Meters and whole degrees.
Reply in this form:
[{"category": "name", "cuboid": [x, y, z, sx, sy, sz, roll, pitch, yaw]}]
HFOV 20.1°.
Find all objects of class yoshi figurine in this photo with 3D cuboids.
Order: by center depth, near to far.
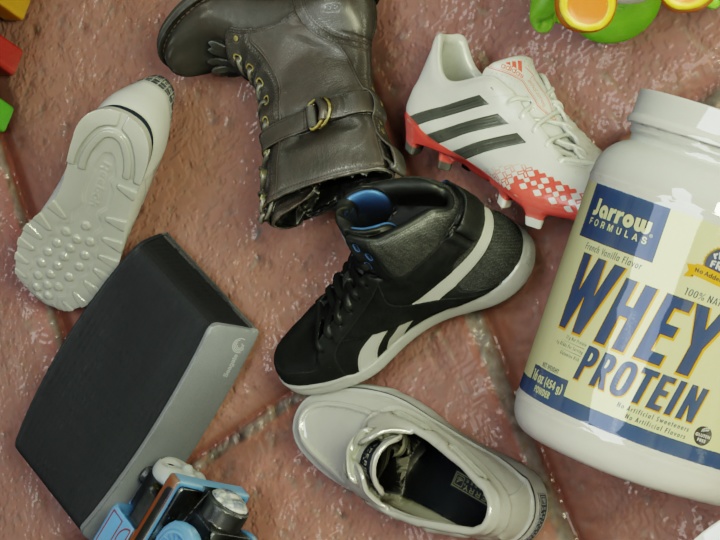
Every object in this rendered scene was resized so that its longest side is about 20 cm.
[{"category": "yoshi figurine", "cuboid": [0.153, -0.168, 1.176, 0.112, 0.200, 0.112, 37, 105, -8]}]

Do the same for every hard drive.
[{"category": "hard drive", "cuboid": [-0.166, 0.085, 1.444, 0.135, 0.042, 0.201, 45, 109, 34]}]

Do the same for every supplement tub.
[{"category": "supplement tub", "cuboid": [0.180, 0.014, 1.122, 0.144, 0.145, 0.201, 22, 96, 38]}]

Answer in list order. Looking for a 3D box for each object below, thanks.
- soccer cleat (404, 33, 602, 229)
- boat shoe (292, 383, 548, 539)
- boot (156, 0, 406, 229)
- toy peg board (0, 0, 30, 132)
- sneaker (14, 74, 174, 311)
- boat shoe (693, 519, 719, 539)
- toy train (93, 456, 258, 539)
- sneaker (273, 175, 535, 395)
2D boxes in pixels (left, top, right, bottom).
[{"category": "soccer cleat", "cuboid": [0.104, -0.084, 1.247, 0.200, 0.068, 0.086, 31, 116, 42]}, {"category": "boat shoe", "cuboid": [0.023, 0.122, 1.276, 0.199, 0.066, 0.072, 27, 99, 38]}, {"category": "boot", "cuboid": [-0.059, -0.111, 1.365, 0.199, 0.069, 0.175, -16, 64, 33]}, {"category": "toy peg board", "cuboid": [-0.340, -0.203, 1.615, 0.199, 0.098, 0.200, 6, 70, 38]}, {"category": "sneaker", "cuboid": [-0.187, -0.053, 1.474, 0.076, 0.081, 0.200, 32, 126, -4]}, {"category": "boat shoe", "cuboid": [0.189, 0.209, 1.128, 0.200, 0.071, 0.068, -52, 54, 21]}, {"category": "toy train", "cuboid": [-0.148, 0.218, 1.383, 0.114, 0.086, 0.201, 43, 109, 41]}, {"category": "sneaker", "cuboid": [0.000, 0.000, 1.279, 0.199, 0.112, 0.073, -30, 44, 26]}]
